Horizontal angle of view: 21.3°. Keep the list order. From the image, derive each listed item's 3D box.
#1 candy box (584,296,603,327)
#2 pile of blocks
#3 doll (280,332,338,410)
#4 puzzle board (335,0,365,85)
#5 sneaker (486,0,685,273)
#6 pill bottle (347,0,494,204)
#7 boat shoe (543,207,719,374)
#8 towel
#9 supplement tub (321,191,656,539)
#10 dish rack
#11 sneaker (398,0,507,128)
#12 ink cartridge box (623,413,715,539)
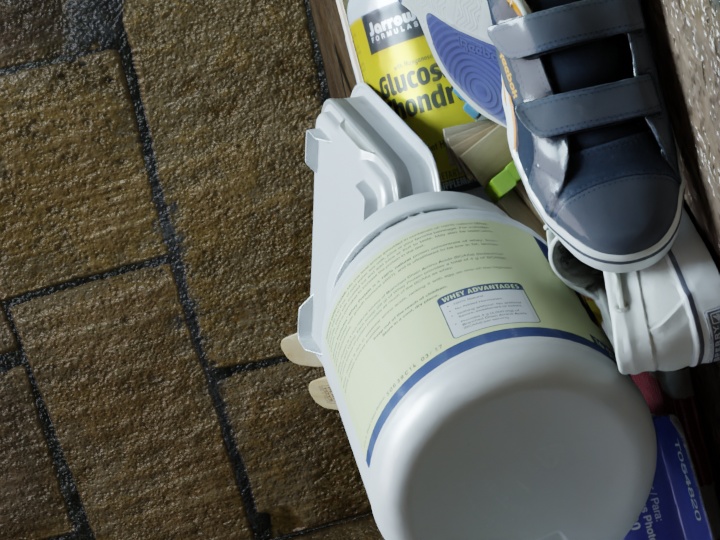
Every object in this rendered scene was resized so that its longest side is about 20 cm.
[{"bbox_3d":[0.089,0.088,1.172,0.055,0.115,0.201,-129,37,-60],"label":"candy box"},{"bbox_3d":[0.086,-0.100,1.095,0.062,0.082,0.201,110,145,-85],"label":"pile of blocks"},{"bbox_3d":[0.024,0.021,1.423,0.048,0.200,0.137,-13,116,46],"label":"doll"},{"bbox_3d":[0.037,-0.169,1.283,0.017,0.150,0.201,-17,88,44],"label":"puzzle board"},{"bbox_3d":[0.099,-0.100,0.895,0.079,0.078,0.201,68,-173,-69],"label":"sneaker"},{"bbox_3d":[0.055,-0.135,1.198,0.112,0.111,0.201,143,111,-87],"label":"pill bottle"},{"bbox_3d":[0.124,-0.016,0.957,0.200,0.065,0.072,-109,5,-49],"label":"boat shoe"},{"bbox_3d":[0.179,0.129,1.080,0.144,0.023,0.201,-124,20,-78],"label":"towel"},{"bbox_3d":[0.059,0.057,0.996,0.200,0.144,0.146,-112,8,-59],"label":"supplement tub"},{"bbox_3d":[0.000,0.000,1.168,0.172,0.043,0.201,-126,36,-60],"label":"dish rack"},{"bbox_3d":[0.069,-0.175,1.027,0.200,0.115,0.081,48,153,22],"label":"sneaker"},{"bbox_3d":[0.162,0.179,1.051,0.200,0.040,0.201,115,140,-83],"label":"ink cartridge box"}]
